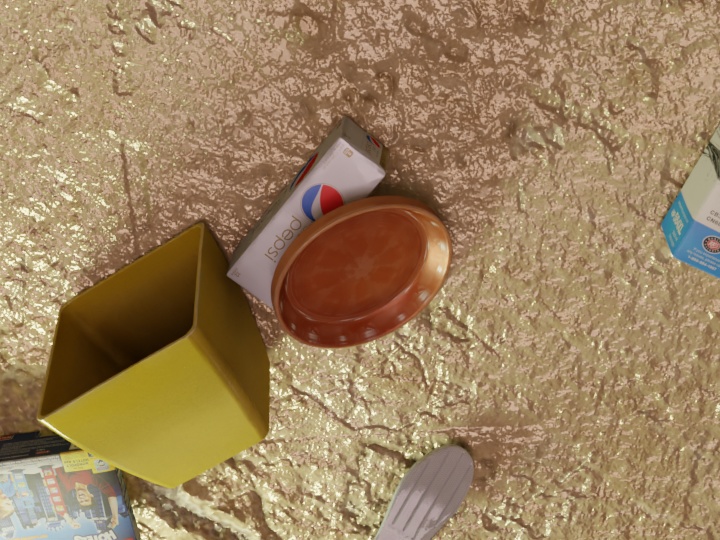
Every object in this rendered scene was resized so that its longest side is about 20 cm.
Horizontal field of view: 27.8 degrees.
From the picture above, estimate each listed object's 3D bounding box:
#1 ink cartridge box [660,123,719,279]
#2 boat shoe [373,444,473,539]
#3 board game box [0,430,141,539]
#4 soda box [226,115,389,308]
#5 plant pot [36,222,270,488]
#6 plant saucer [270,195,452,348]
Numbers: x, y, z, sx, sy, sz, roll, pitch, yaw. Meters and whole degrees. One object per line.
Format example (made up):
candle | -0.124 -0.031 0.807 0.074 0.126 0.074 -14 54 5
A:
ink cartridge box | 0.417 -0.084 1.462 0.145 0.084 0.201 23 115 -7
boat shoe | 0.058 0.281 1.665 0.072 0.071 0.201 36 92 1
board game box | -0.357 0.287 1.699 0.198 0.062 0.201 -8 115 7
soda box | -0.054 -0.060 1.514 0.063 0.068 0.200 36 112 -12
plant pot | -0.199 0.108 1.542 0.199 0.201 0.177 -29 120 16
plant saucer | 0.000 0.000 1.515 0.199 0.032 0.201 -16 138 -14
